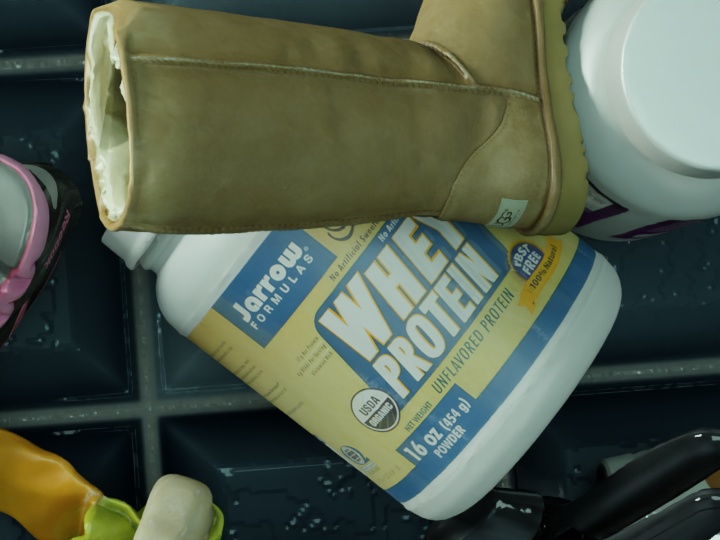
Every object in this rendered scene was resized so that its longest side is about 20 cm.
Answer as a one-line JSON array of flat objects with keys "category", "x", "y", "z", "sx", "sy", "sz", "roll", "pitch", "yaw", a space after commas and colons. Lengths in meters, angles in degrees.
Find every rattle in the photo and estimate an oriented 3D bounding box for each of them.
[{"category": "rattle", "x": -0.142, "y": 0.176, "z": 0.955, "sx": 0.143, "sy": 0.130, "sz": 0.201, "roll": 23, "pitch": 74, "yaw": -14}]

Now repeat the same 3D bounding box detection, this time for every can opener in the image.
[{"category": "can opener", "x": 0.104, "y": 0.119, "z": 0.969, "sx": 0.078, "sy": 0.200, "sz": 0.064, "roll": 7, "pitch": 70, "yaw": -28}]

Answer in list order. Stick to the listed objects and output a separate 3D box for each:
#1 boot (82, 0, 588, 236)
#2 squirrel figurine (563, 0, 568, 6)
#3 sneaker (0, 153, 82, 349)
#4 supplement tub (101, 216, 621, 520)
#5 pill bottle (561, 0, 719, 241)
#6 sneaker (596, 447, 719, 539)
[{"category": "boot", "x": -0.013, "y": -0.092, "z": 0.898, "sx": 0.199, "sy": 0.066, "sz": 0.176, "roll": 2, "pitch": 56, "yaw": -23}, {"category": "squirrel figurine", "x": 0.108, "y": -0.221, "z": 1.028, "sx": 0.186, "sy": 0.142, "sz": 0.200, "roll": 25, "pitch": 94, "yaw": -15}, {"category": "sneaker", "x": -0.189, "y": 0.028, "z": 0.994, "sx": 0.079, "sy": 0.095, "sz": 0.200, "roll": 40, "pitch": 108, "yaw": 4}, {"category": "supplement tub", "x": 0.000, "y": 0.000, "z": 0.981, "sx": 0.200, "sy": 0.145, "sz": 0.145, "roll": 37, "pitch": 83, "yaw": -3}, {"category": "pill bottle", "x": 0.133, "y": -0.075, "z": 0.973, "sx": 0.112, "sy": 0.200, "sz": 0.113, "roll": 0, "pitch": 87, "yaw": -7}, {"category": "sneaker", "x": 0.171, "y": 0.179, "z": 1.026, "sx": 0.084, "sy": 0.073, "sz": 0.201, "roll": -10, "pitch": 87, "yaw": -5}]
